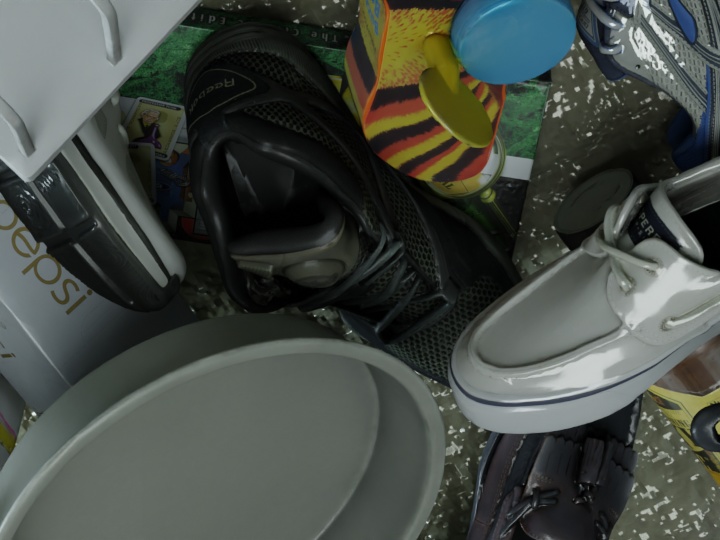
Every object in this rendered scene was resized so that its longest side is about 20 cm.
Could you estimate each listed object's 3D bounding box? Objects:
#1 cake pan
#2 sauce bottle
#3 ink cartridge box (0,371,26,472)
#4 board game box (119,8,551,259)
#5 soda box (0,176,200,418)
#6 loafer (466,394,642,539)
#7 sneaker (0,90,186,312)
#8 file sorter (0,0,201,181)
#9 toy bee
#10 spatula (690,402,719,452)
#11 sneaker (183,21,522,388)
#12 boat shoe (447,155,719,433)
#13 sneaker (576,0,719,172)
[{"bbox_3d":[-0.062,0.094,0.981,0.200,0.037,0.200,-19,138,-19],"label":"cake pan"},{"bbox_3d":[0.154,0.040,1.074,0.065,0.065,0.200,-30,114,19],"label":"sauce bottle"},{"bbox_3d":[-0.205,0.060,1.019,0.067,0.200,0.116,-37,113,22],"label":"ink cartridge box"},{"bbox_3d":[-0.027,-0.054,1.048,0.200,0.023,0.105,8,119,-3],"label":"board game box"},{"bbox_3d":[-0.155,-0.029,1.011,0.064,0.068,0.200,-45,107,-23],"label":"soda box"},{"bbox_3d":[0.078,0.128,1.092,0.072,0.063,0.200,24,96,-31],"label":"loafer"},{"bbox_3d":[-0.103,-0.090,0.959,0.115,0.076,0.201,-38,100,-23],"label":"sneaker"},{"bbox_3d":[-0.099,-0.154,0.851,0.139,0.125,0.200,43,85,-1],"label":"file sorter"},{"bbox_3d":[0.025,-0.119,0.934,0.109,0.131,0.200,3,117,-22],"label":"toy bee"},{"bbox_3d":[0.223,0.051,0.922,0.200,0.021,0.057,-6,107,10],"label":"spatula"},{"bbox_3d":[0.000,0.000,1.001,0.076,0.114,0.199,-31,117,22],"label":"sneaker"},{"bbox_3d":[0.121,-0.003,0.968,0.200,0.072,0.066,-22,141,5],"label":"boat shoe"},{"bbox_3d":[0.118,-0.115,0.975,0.085,0.077,0.200,-21,118,19],"label":"sneaker"}]
